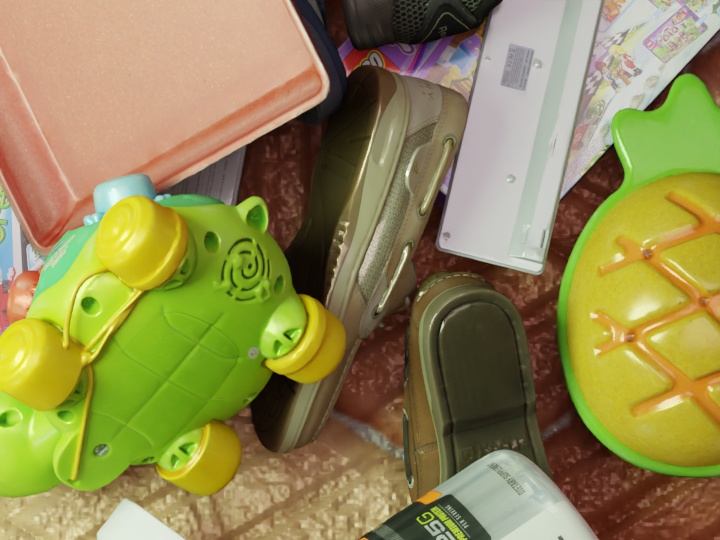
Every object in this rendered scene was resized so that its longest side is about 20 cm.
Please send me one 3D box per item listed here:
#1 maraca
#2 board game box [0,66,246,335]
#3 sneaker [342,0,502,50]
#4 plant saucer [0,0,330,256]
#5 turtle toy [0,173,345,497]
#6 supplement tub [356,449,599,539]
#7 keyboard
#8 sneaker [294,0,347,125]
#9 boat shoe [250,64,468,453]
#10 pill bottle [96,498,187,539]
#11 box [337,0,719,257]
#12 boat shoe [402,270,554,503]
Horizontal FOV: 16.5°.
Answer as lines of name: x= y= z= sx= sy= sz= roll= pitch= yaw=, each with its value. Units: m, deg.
maraca: x=0.170 y=0.003 z=1.237 sx=0.136 sy=0.107 sz=0.201 roll=11 pitch=81 yaw=0
board game box: x=-0.124 y=-0.046 z=1.262 sx=0.125 sy=0.035 sz=0.201 roll=11 pitch=81 yaw=-3
sneaker: x=0.040 y=-0.214 z=1.235 sx=0.113 sy=0.076 sz=0.201 roll=-5 pitch=86 yaw=0
plant saucer: x=-0.121 y=-0.135 z=1.186 sx=0.199 sy=0.037 sz=0.201 roll=-27 pitch=89 yaw=33
turtle toy: x=-0.114 y=0.036 z=1.174 sx=0.200 sy=0.101 sz=0.146 roll=-47 pitch=130 yaw=11
supplement tub: x=0.019 y=0.182 z=1.137 sx=0.199 sy=0.123 sz=0.123 roll=-32 pitch=85 yaw=-12
keyboard: x=0.087 y=-0.101 z=1.258 sx=0.056 sy=0.011 sz=0.201 roll=13 pitch=81 yaw=4
sneaker: x=-0.040 y=-0.163 z=1.243 sx=0.082 sy=0.070 sz=0.201 roll=-20 pitch=62 yaw=-18
boat shoe: x=0.000 y=0.000 z=1.233 sx=0.065 sy=0.072 sz=0.201 roll=12 pitch=103 yaw=-28
pill bottle: x=-0.138 y=0.213 z=1.185 sx=0.111 sy=0.111 sz=0.200 roll=36 pitch=81 yaw=2
box: x=0.091 y=-0.122 z=1.285 sx=0.137 sy=0.039 sz=0.200 roll=44 pitch=82 yaw=3
boat shoe: x=0.058 y=0.099 z=1.238 sx=0.071 sy=0.068 sz=0.201 roll=-3 pitch=102 yaw=-14
